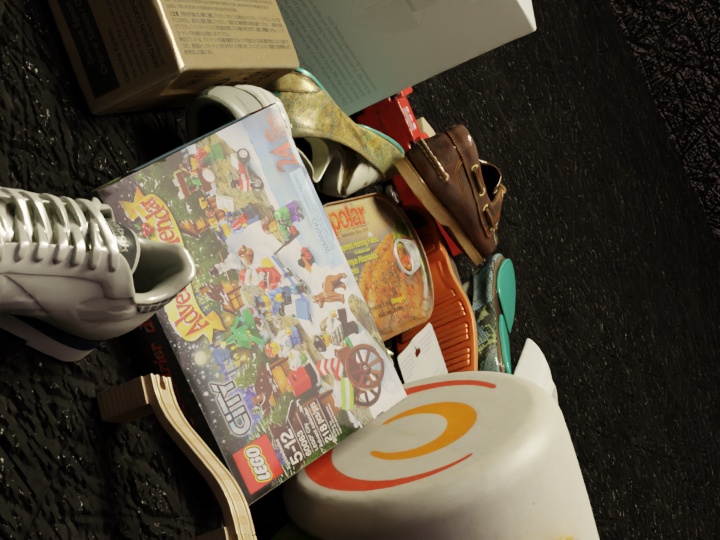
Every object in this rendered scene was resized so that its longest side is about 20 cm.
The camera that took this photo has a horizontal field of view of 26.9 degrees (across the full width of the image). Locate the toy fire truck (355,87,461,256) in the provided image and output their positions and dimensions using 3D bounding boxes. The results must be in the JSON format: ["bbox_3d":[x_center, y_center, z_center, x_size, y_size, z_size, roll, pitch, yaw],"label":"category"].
[{"bbox_3d":[0.057,-0.105,1.408,0.201,0.048,0.141,66,20,-5],"label":"toy fire truck"}]

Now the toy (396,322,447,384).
[{"bbox_3d":[0.054,0.153,1.158,0.115,0.047,0.201,-38,110,-72],"label":"toy"}]

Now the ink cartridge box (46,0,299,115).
[{"bbox_3d":[-0.131,-0.193,0.982,0.166,0.075,0.200,68,21,1],"label":"ink cartridge box"}]

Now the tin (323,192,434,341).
[{"bbox_3d":[0.000,0.000,1.169,0.200,0.042,0.113,-16,89,-66],"label":"tin"}]

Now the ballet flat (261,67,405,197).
[{"bbox_3d":[-0.025,-0.095,1.188,0.200,0.070,0.071,34,40,-58],"label":"ballet flat"}]

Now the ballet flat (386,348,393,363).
[{"bbox_3d":[0.012,0.087,1.040,0.200,0.069,0.070,49,26,-22],"label":"ballet flat"}]

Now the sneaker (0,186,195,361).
[{"bbox_3d":[-0.162,-0.013,0.725,0.200,0.080,0.077,22,52,-61],"label":"sneaker"}]

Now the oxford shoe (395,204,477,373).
[{"bbox_3d":[0.069,0.042,1.273,0.073,0.071,0.201,46,30,-54],"label":"oxford shoe"}]

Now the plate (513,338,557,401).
[{"bbox_3d":[0.146,0.186,1.278,0.200,0.032,0.201,-54,143,-65],"label":"plate"}]

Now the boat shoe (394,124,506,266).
[{"bbox_3d":[0.091,-0.062,1.274,0.071,0.070,0.200,53,3,22],"label":"boat shoe"}]

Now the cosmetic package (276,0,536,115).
[{"bbox_3d":[0.009,-0.259,1.221,0.200,0.199,0.123,54,22,-35],"label":"cosmetic package"}]

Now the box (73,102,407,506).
[{"bbox_3d":[-0.067,0.019,0.894,0.136,0.038,0.201,-31,101,-35],"label":"box"}]

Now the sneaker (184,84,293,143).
[{"bbox_3d":[-0.073,-0.024,0.963,0.079,0.074,0.202,4,69,-65],"label":"sneaker"}]

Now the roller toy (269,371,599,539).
[{"bbox_3d":[0.055,0.160,0.940,0.183,0.199,0.141,-56,131,-63],"label":"roller toy"}]

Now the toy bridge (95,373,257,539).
[{"bbox_3d":[-0.086,0.149,0.778,0.027,0.067,0.201,23,48,-62],"label":"toy bridge"}]

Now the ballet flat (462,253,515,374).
[{"bbox_3d":[0.104,0.047,1.356,0.075,0.074,0.200,60,19,-21],"label":"ballet flat"}]
